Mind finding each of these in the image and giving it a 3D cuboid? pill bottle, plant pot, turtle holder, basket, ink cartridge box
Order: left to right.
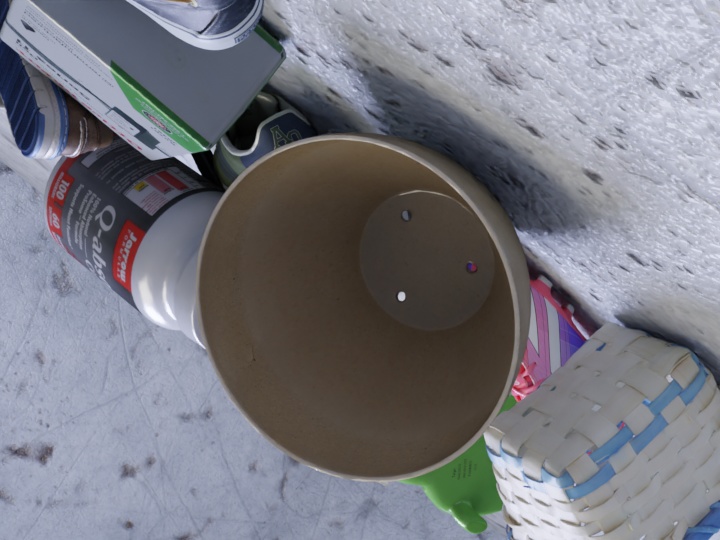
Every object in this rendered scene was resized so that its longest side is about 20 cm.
[{"bbox_3d":[-0.149,-0.148,0.802,0.146,0.083,0.200,39,170,-16],"label":"ink cartridge box"},{"bbox_3d":[-0.152,-0.024,0.971,0.200,0.116,0.116,33,171,37],"label":"pill bottle"},{"bbox_3d":[0.019,0.009,0.750,0.200,0.201,0.134,34,-156,13],"label":"plant pot"},{"bbox_3d":[0.090,0.149,1.102,0.141,0.185,0.132,61,174,-37],"label":"turtle holder"},{"bbox_3d":[0.183,0.146,0.805,0.201,0.176,0.139,61,161,-21],"label":"basket"}]

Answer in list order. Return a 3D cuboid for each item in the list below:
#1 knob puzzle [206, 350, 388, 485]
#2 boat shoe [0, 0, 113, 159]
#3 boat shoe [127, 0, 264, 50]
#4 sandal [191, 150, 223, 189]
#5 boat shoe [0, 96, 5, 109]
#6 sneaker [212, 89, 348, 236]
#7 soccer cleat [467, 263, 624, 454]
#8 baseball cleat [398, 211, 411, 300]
[{"bbox_3d":[-0.060,0.111,1.157,0.219,0.031,0.220,25,-153,-14],"label":"knob puzzle"},{"bbox_3d":[-0.241,-0.164,0.943,0.072,0.072,0.201,1,-123,-38],"label":"boat shoe"},{"bbox_3d":[-0.141,-0.191,0.639,0.199,0.071,0.091,27,168,10],"label":"boat shoe"},{"bbox_3d":[-0.134,-0.054,1.079,0.075,0.048,0.201,-122,10,-70],"label":"sandal"},{"bbox_3d":[-0.250,-0.147,1.013,0.200,0.061,0.072,10,-165,-12],"label":"boat shoe"},{"bbox_3d":[-0.069,-0.094,0.877,0.090,0.067,0.200,66,168,-26],"label":"sneaker"},{"bbox_3d":[0.120,0.058,0.861,0.200,0.077,0.067,39,166,-28],"label":"soccer cleat"},{"bbox_3d":[0.021,0.033,0.926,0.106,0.070,0.200,30,141,7],"label":"baseball cleat"}]
